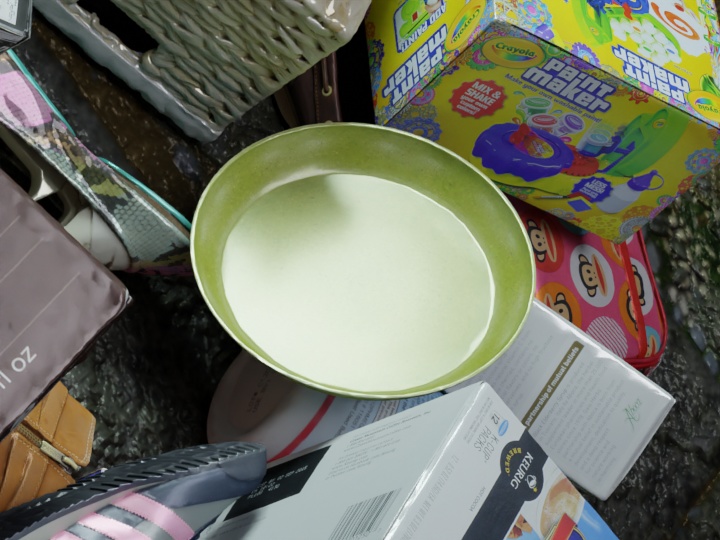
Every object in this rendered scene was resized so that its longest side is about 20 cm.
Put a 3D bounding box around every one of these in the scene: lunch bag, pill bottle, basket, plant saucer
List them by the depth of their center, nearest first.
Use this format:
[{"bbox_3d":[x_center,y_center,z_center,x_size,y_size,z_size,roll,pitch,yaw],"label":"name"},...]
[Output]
[{"bbox_3d":[0.000,0.000,1.614,0.200,0.031,0.200,6,50,-7],"label":"plant saucer"},{"bbox_3d":[0.014,0.115,1.670,0.200,0.109,0.109,37,51,-25],"label":"pill bottle"},{"bbox_3d":[-0.086,-0.226,1.686,0.198,0.161,0.200,41,48,-22],"label":"basket"},{"bbox_3d":[0.125,-0.018,1.853,0.176,0.082,0.200,-2,74,-47],"label":"lunch bag"}]

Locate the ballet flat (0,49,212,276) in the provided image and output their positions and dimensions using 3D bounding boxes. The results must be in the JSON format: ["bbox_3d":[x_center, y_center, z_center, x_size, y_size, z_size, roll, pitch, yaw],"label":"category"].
[{"bbox_3d":[-0.175,-0.050,1.605,0.200,0.069,0.071,45,66,-14],"label":"ballet flat"}]

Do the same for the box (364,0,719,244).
[{"bbox_3d":[0.115,-0.154,1.765,0.200,0.122,0.193,24,42,-30],"label":"box"}]

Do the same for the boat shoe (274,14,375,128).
[{"bbox_3d":[0.000,-0.074,1.764,0.070,0.070,0.200,-20,89,-49],"label":"boat shoe"}]

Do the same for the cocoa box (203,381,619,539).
[{"bbox_3d":[0.015,0.170,1.512,0.131,0.200,0.133,50,47,-16],"label":"cocoa box"}]

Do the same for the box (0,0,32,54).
[{"bbox_3d":[-0.236,-0.193,1.536,0.050,0.158,0.200,20,59,-35],"label":"box"}]

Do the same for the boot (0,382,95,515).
[{"bbox_3d":[-0.204,0.045,1.529,0.155,0.074,0.200,30,67,-29],"label":"boot"}]

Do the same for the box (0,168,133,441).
[{"bbox_3d":[-0.247,0.017,1.373,0.200,0.164,0.166,44,71,-3],"label":"box"}]

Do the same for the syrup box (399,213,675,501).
[{"bbox_3d":[0.083,0.051,1.713,0.200,0.079,0.082,36,86,-8],"label":"syrup box"}]

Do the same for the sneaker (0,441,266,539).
[{"bbox_3d":[-0.130,0.152,1.497,0.200,0.070,0.082,-21,100,-29],"label":"sneaker"}]

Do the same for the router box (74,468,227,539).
[{"bbox_3d":[-0.094,0.231,1.564,0.179,0.049,0.200,22,59,-35],"label":"router box"}]
